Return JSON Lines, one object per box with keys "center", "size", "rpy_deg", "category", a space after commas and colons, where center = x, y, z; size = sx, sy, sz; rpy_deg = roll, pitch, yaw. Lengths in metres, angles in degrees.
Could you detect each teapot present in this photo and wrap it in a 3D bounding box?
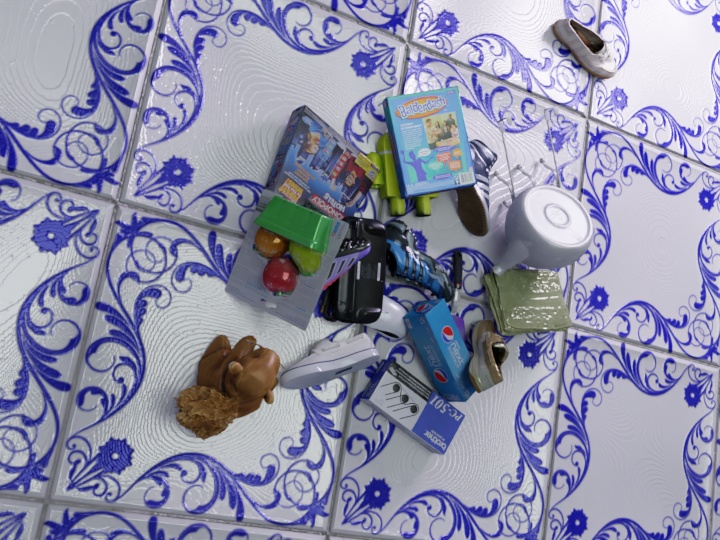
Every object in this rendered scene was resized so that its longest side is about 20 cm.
{"center": [0.385, -0.076, 1.720], "size": [0.200, 0.146, 0.198], "rpy_deg": [13, 53, -13], "category": "teapot"}

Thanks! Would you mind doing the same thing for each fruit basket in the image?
{"center": [-0.129, -0.021, 1.424], "size": [0.094, 0.185, 0.200], "rpy_deg": [1, 110, -64], "category": "fruit basket"}

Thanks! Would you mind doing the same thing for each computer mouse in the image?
{"center": [0.021, 0.072, 1.568], "size": [0.200, 0.044, 0.110], "rpy_deg": [23, 72, -22], "category": "computer mouse"}

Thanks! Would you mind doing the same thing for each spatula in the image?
{"center": [0.198, 0.054, 1.674], "size": [0.056, 0.021, 0.200], "rpy_deg": [11, 77, -24], "category": "spatula"}

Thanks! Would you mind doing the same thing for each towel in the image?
{"center": [0.357, 0.066, 1.733], "size": [0.200, 0.036, 0.149], "rpy_deg": [-2, 70, -27], "category": "towel"}

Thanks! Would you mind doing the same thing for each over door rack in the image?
{"center": [0.362, -0.249, 1.765], "size": [0.148, 0.067, 0.200], "rpy_deg": [-18, 112, -27], "category": "over door rack"}

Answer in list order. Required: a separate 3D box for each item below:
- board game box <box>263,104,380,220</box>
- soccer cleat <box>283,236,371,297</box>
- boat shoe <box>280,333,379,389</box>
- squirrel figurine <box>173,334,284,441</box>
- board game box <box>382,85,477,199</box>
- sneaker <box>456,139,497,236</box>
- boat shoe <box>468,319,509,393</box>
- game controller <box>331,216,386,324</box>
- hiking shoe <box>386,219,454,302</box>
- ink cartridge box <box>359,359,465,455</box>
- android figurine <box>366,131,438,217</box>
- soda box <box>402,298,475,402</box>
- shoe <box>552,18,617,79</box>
{"center": [-0.092, -0.170, 1.533], "size": [0.200, 0.062, 0.200], "rpy_deg": [39, 71, -21], "category": "board game box"}
{"center": [-0.065, -0.001, 1.478], "size": [0.200, 0.068, 0.073], "rpy_deg": [-21, 107, 13], "category": "soccer cleat"}
{"center": [-0.063, 0.162, 1.508], "size": [0.200, 0.071, 0.070], "rpy_deg": [-16, 63, -24], "category": "boat shoe"}
{"center": [-0.211, 0.202, 1.350], "size": [0.142, 0.187, 0.200], "rpy_deg": [49, 65, -13], "category": "squirrel figurine"}
{"center": [0.137, -0.253, 1.605], "size": [0.152, 0.045, 0.200], "rpy_deg": [-10, 90, -11], "category": "board game box"}
{"center": [0.249, -0.179, 1.707], "size": [0.108, 0.070, 0.200], "rpy_deg": [-33, 109, -40], "category": "sneaker"}
{"center": [0.262, 0.166, 1.617], "size": [0.074, 0.066, 0.200], "rpy_deg": [59, 26, -27], "category": "boat shoe"}
{"center": [0.000, 0.000, 1.526], "size": [0.104, 0.042, 0.200], "rpy_deg": [5, 88, -35], "category": "game controller"}
{"center": [0.100, -0.002, 1.612], "size": [0.087, 0.074, 0.200], "rpy_deg": [-42, 92, -18], "category": "hiking shoe"}
{"center": [0.103, 0.266, 1.583], "size": [0.200, 0.044, 0.094], "rpy_deg": [39, 69, -18], "category": "ink cartridge box"}
{"center": [0.094, -0.208, 1.647], "size": [0.182, 0.041, 0.200], "rpy_deg": [-4, 85, -27], "category": "android figurine"}
{"center": [0.163, 0.159, 1.597], "size": [0.068, 0.064, 0.200], "rpy_deg": [-38, 109, -39], "category": "soda box"}
{"center": [0.539, -0.524, 1.911], "size": [0.200, 0.053, 0.070], "rpy_deg": [34, 69, -19], "category": "shoe"}
